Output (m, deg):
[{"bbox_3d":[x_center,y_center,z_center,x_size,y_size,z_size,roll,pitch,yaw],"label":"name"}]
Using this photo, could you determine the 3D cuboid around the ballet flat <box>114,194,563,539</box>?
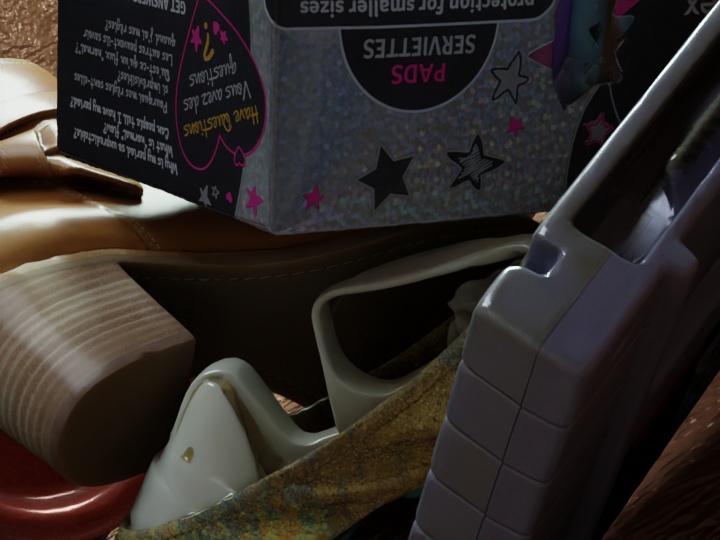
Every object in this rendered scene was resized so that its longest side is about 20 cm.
[{"bbox_3d":[-0.007,0.041,0.767,0.200,0.071,0.071,-30,9,19],"label":"ballet flat"}]

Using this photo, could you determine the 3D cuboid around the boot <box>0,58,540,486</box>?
[{"bbox_3d":[-0.055,-0.016,0.864,0.200,0.074,0.155,-12,39,-38],"label":"boot"}]

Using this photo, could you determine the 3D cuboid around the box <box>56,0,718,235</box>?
[{"bbox_3d":[0.032,-0.079,0.804,0.200,0.115,0.132,-7,15,-31],"label":"box"}]

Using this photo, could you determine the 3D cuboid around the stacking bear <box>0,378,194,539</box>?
[{"bbox_3d":[-0.137,0.061,0.976,0.121,0.114,0.200,3,-19,-22],"label":"stacking bear"}]

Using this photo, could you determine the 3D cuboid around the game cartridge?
[{"bbox_3d":[0.078,-0.014,0.629,0.200,0.038,0.130,-50,-19,-32],"label":"game cartridge"}]

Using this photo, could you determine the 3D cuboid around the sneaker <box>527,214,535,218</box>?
[{"bbox_3d":[0.000,0.000,0.986,0.080,0.076,0.200,-38,-1,32],"label":"sneaker"}]
